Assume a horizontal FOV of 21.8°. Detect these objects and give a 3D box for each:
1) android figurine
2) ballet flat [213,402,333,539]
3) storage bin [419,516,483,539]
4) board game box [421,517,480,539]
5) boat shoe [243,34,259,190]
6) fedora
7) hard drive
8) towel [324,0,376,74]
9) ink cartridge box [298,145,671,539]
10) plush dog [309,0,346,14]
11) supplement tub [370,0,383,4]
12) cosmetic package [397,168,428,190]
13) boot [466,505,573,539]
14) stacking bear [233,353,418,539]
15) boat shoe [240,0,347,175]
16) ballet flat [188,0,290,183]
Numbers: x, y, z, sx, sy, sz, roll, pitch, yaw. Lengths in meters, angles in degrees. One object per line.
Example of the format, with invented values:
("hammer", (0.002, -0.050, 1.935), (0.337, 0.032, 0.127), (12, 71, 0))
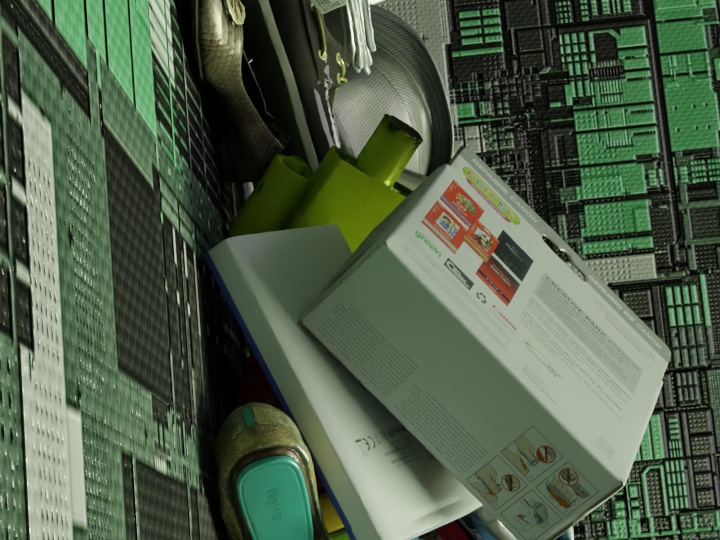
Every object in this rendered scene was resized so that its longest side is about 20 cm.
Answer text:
("android figurine", (0.000, 0.000, 1.241), (0.200, 0.181, 0.041), (-57, -160, 16))
("ballet flat", (-0.048, 0.158, 1.089), (0.071, 0.070, 0.201), (-92, 175, -53))
("storage bin", (0.051, 0.195, 1.523), (0.136, 0.199, 0.094), (-92, 176, -49))
("board game box", (0.058, 0.187, 1.271), (0.200, 0.039, 0.158), (50, -4, 3))
("boat shoe", (-0.062, -0.119, 1.342), (0.073, 0.074, 0.201), (160, -74, -74))
("fedora", (-0.021, -0.100, 1.440), (0.090, 0.176, 0.201), (-48, 148, -45))
("hard drive", (-0.007, 0.068, 1.129), (0.132, 0.025, 0.201), (-10, 69, -60))
("towel", (-0.050, -0.238, 1.367), (0.200, 0.024, 0.148), (40, -36, 53))
("ink cartridge box", (0.085, 0.042, 1.152), (0.200, 0.084, 0.176), (45, 31, -3))
("plush dog", (-0.047, -0.267, 1.152), (0.160, 0.199, 0.173), (-18, -114, 55))
("supplement tub", (-0.027, -0.330, 1.551), (0.145, 0.144, 0.201), (-90, 174, -60))
("cosmetic package", (-0.002, 0.024, 1.335), (0.105, 0.071, 0.201), (-75, -174, -84))
("boot", (0.070, 0.102, 1.206), (0.200, 0.073, 0.096), (52, -11, -13))
("stacking bear", (-0.021, 0.145, 1.183), (0.121, 0.113, 0.201), (8, -62, 63))
("boat shoe", (-0.042, -0.148, 1.272), (0.072, 0.060, 0.202), (139, -66, -69))
("ballet flat", (-0.076, -0.124, 1.174), (0.200, 0.046, 0.068), (80, 5, -54))
